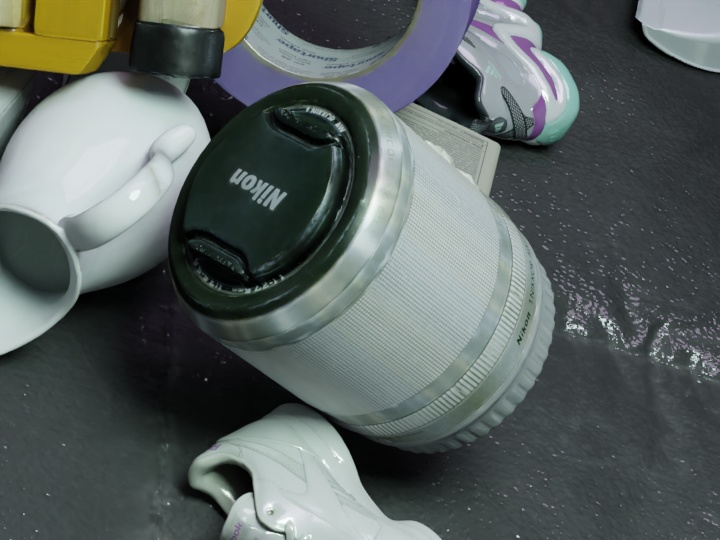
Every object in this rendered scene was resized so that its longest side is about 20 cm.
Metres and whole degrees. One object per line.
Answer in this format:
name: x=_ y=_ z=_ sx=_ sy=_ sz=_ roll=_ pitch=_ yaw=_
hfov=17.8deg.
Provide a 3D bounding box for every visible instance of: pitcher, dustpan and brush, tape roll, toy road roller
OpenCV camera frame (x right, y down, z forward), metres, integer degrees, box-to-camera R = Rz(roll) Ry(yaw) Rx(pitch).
pitcher: x=-0.149 y=-0.048 z=1.358 sx=0.122 sy=0.171 sz=0.200 roll=58 pitch=34 yaw=-14
dustpan and brush: x=0.330 y=-0.207 z=1.985 sx=0.199 sy=0.057 sz=0.140 roll=18 pitch=47 yaw=-2
tape roll: x=-0.020 y=-0.199 z=1.506 sx=0.199 sy=0.201 sz=0.085 roll=28 pitch=21 yaw=1
toy road roller: x=-0.157 y=-0.184 z=1.403 sx=0.198 sy=0.124 sz=0.146 roll=6 pitch=7 yaw=2

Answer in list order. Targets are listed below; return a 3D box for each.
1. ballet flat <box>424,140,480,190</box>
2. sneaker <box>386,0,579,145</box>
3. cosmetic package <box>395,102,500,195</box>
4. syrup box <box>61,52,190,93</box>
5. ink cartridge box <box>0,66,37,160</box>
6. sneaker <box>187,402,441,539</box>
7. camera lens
ballet flat: x=0.016 y=-0.055 z=1.435 sx=0.199 sy=0.070 sz=0.070 roll=12 pitch=37 yaw=-19
sneaker: x=0.068 y=-0.177 z=1.739 sx=0.139 sy=0.078 sz=0.200 roll=-2 pitch=44 yaw=-36
cosmetic package: x=0.024 y=-0.029 z=1.527 sx=0.103 sy=0.073 sz=0.200 roll=25 pitch=35 yaw=-3
syrup box: x=-0.155 y=-0.186 z=1.601 sx=0.081 sy=0.079 sz=0.201 roll=17 pitch=36 yaw=-13
ink cartridge box: x=-0.301 y=-0.079 z=1.362 sx=0.146 sy=0.086 sz=0.200 roll=27 pitch=36 yaw=0
sneaker: x=-0.019 y=0.160 z=1.273 sx=0.099 sy=0.075 sz=0.200 roll=-17 pitch=46 yaw=-37
camera lens: x=0.000 y=0.000 z=1.308 sx=0.200 sy=0.160 sz=0.160 roll=38 pitch=21 yaw=-44
